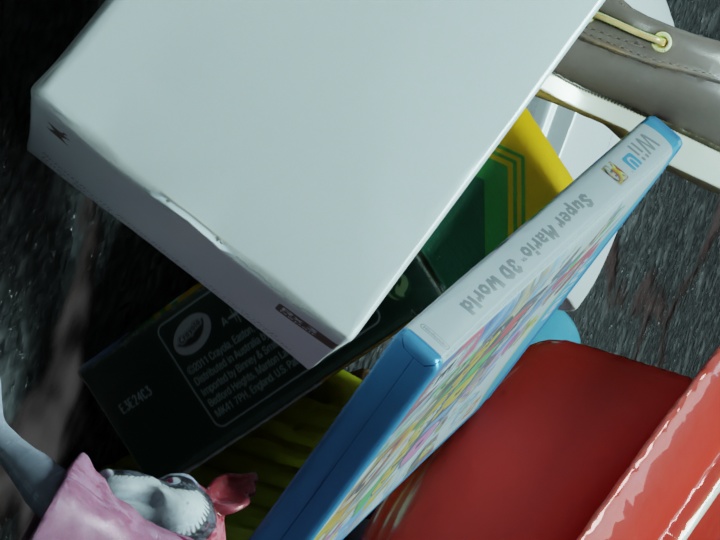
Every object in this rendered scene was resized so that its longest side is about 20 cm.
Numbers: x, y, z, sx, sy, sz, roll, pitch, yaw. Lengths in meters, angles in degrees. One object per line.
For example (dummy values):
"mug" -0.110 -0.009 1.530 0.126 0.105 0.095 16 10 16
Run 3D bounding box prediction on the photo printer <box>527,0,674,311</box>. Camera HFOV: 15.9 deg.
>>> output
"photo printer" 0.091 -0.071 1.213 0.200 0.069 0.167 45 64 -72

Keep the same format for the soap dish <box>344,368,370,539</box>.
"soap dish" 0.057 0.129 1.137 0.199 0.081 0.159 11 98 -29

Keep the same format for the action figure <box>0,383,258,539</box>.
"action figure" -0.084 0.117 0.715 0.200 0.148 0.135 -41 141 -37

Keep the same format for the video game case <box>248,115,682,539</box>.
"video game case" 0.028 0.034 0.843 0.143 0.018 0.200 -56 171 34

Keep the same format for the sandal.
"sandal" -0.048 0.099 0.925 0.200 0.079 0.088 -34 143 -63

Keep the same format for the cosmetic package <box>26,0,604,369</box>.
"cosmetic package" 0.007 -0.084 0.734 0.200 0.113 0.081 -51 -178 -10

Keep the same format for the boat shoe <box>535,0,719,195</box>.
"boat shoe" 0.080 -0.088 0.949 0.060 0.199 0.072 -64 -170 3

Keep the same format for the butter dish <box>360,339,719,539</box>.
"butter dish" 0.056 0.109 1.008 0.200 0.147 0.200 -52 157 -24

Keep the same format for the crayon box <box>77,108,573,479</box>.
"crayon box" 0.000 0.000 0.900 0.125 0.052 0.200 -34 178 23

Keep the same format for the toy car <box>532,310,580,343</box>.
"toy car" 0.114 0.141 1.279 0.178 0.199 0.185 88 25 -49
